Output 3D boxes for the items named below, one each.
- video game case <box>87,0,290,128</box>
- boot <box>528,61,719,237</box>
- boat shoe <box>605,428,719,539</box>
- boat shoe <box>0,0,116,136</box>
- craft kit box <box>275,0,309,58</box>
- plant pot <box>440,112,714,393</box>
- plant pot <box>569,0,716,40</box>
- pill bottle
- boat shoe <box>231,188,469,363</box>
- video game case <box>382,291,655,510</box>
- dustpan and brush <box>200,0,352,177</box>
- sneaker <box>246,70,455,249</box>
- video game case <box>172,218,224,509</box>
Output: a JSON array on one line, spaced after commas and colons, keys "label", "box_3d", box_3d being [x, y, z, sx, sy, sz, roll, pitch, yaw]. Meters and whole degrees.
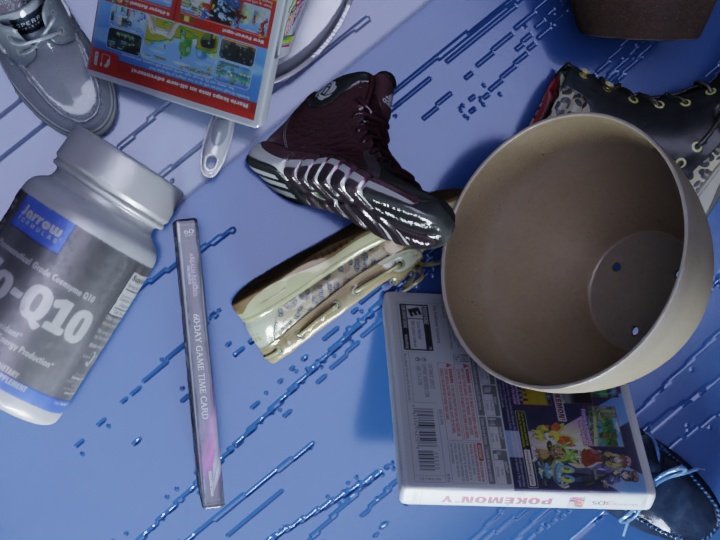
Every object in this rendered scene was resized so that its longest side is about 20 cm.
[{"label": "video game case", "box_3d": [-0.115, -0.216, 1.014, 0.142, 0.017, 0.201, 18, 111, 13]}, {"label": "boot", "box_3d": [0.232, -0.132, 1.116, 0.153, 0.073, 0.204, 29, 94, -7]}, {"label": "boat shoe", "box_3d": [0.201, 0.157, 1.125, 0.200, 0.069, 0.084, 31, 88, -6]}, {"label": "boat shoe", "box_3d": [-0.252, -0.186, 1.066, 0.070, 0.072, 0.201, -33, 95, -4]}, {"label": "craft kit box", "box_3d": [-0.108, -0.282, 1.023, 0.199, 0.049, 0.198, 28, 110, 9]}, {"label": "plant pot", "box_3d": [0.177, 0.001, 1.049, 0.134, 0.200, 0.201, 22, 89, -49]}, {"label": "plant pot", "box_3d": [0.218, -0.278, 1.075, 0.186, 0.187, 0.201, -1, 105, -6]}, {"label": "pill bottle", "box_3d": [-0.222, 0.002, 1.054, 0.114, 0.114, 0.200, 31, 88, -6]}, {"label": "boat shoe", "box_3d": [0.000, 0.000, 1.104, 0.199, 0.073, 0.063, -27, 100, 6]}, {"label": "video game case", "box_3d": [0.112, 0.093, 1.068, 0.181, 0.200, 0.023, 3, 131, -6]}, {"label": "dustpan and brush", "box_3d": [-0.089, -0.166, 1.089, 0.139, 0.057, 0.201, 16, 89, -6]}, {"label": "sneaker", "box_3d": [0.010, -0.095, 1.054, 0.116, 0.200, 0.076, -56, 139, -13]}, {"label": "video game case", "box_3d": [-0.120, 0.063, 1.051, 0.019, 0.143, 0.201, -5, 92, -8]}]
